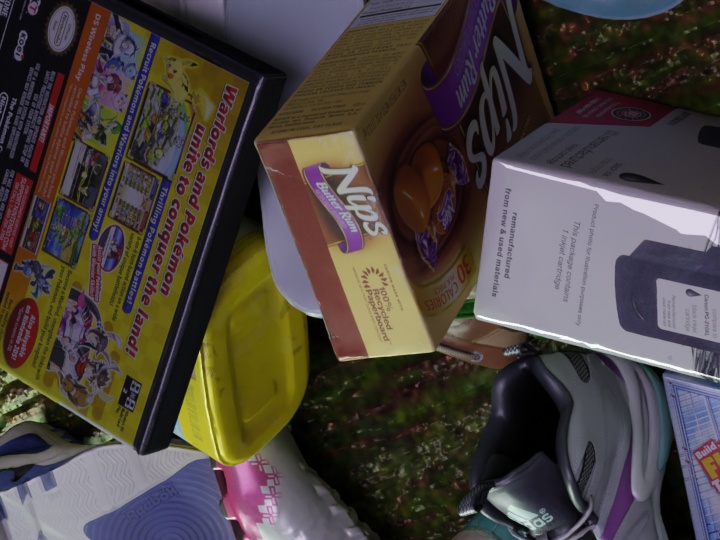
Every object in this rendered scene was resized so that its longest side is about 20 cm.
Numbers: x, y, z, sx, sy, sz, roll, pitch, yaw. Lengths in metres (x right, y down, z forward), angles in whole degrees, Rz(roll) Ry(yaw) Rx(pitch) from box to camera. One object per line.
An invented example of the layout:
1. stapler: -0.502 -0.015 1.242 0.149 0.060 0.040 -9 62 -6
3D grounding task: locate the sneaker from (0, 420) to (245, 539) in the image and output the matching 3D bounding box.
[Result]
1. sneaker: -0.163 0.121 1.349 0.198 0.115 0.081 -9 108 8

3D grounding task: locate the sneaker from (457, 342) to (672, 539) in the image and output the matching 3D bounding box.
1. sneaker: 0.097 0.132 1.155 0.078 0.140 0.201 -23 67 36

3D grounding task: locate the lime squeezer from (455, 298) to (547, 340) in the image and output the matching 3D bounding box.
1. lime squeezer: 0.115 0.022 1.174 0.199 0.071 0.038 2 111 -15

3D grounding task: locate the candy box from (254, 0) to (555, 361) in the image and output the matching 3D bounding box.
1. candy box: 0.028 -0.061 1.115 0.056 0.200 0.117 -5 119 29

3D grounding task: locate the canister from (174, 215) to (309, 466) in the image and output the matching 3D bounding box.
1. canister: -0.126 0.001 1.249 0.199 0.087 0.149 30 145 28

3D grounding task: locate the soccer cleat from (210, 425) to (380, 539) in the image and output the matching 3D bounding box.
1. soccer cleat: -0.016 0.152 1.307 0.086 0.070 0.201 -14 105 18

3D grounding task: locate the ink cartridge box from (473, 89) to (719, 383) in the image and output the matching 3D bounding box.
1. ink cartridge box: 0.173 -0.011 1.105 0.199 0.145 0.085 15 113 21

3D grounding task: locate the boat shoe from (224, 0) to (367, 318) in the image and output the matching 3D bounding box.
1. boat shoe: -0.017 -0.076 1.169 0.073 0.068 0.201 -13 85 13

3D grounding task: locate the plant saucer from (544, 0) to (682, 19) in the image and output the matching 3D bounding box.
1. plant saucer: 0.082 -0.200 1.100 0.200 0.027 0.200 32 156 16

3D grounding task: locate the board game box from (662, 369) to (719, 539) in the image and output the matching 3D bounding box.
1. board game box: 0.241 0.114 1.163 0.199 0.062 0.201 -22 97 31

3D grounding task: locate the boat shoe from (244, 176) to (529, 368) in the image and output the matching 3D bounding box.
1. boat shoe: 0.000 0.000 1.237 0.199 0.076 0.074 20 119 21

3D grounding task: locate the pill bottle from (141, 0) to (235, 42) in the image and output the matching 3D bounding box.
1. pill bottle: -0.139 -0.158 1.228 0.199 0.112 0.113 8 110 24

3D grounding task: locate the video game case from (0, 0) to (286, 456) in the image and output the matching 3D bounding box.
1. video game case: -0.140 -0.039 1.163 0.180 0.025 0.201 28 110 26

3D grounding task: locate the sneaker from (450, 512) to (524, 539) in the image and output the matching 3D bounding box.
1. sneaker: 0.098 0.199 1.261 0.071 0.080 0.201 21 139 38
